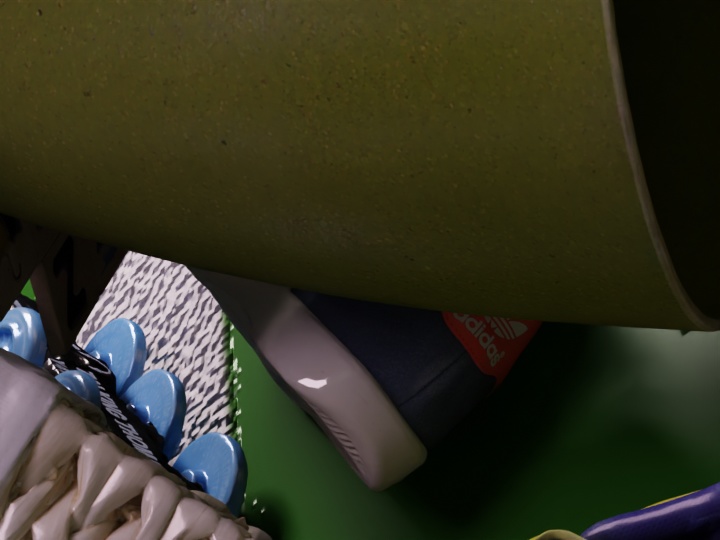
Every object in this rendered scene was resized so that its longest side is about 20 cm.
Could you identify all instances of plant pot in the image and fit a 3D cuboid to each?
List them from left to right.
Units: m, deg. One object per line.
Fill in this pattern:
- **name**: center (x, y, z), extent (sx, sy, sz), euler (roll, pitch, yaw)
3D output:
- **plant pot**: center (-0.008, -0.070, 0.679), extent (0.200, 0.187, 0.187), euler (-5, 53, 20)

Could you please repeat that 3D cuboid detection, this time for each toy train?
- **toy train**: center (-0.113, 0.075, 0.865), extent (0.114, 0.087, 0.200), euler (-59, 30, 7)

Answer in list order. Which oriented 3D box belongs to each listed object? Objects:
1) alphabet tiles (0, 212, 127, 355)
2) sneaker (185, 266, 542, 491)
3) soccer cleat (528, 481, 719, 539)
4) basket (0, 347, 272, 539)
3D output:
- **alphabet tiles**: center (-0.098, -0.062, 0.749), extent (0.008, 0.167, 0.200), euler (-1, 32, 17)
- **sneaker**: center (0.000, 0.000, 0.797), extent (0.084, 0.075, 0.200), euler (-39, 28, -4)
- **soccer cleat**: center (0.045, 0.091, 0.622), extent (0.200, 0.084, 0.065), euler (-26, 43, 42)
- **basket**: center (-0.094, 0.138, 0.695), extent (0.200, 0.123, 0.136), euler (-61, -6, -6)
